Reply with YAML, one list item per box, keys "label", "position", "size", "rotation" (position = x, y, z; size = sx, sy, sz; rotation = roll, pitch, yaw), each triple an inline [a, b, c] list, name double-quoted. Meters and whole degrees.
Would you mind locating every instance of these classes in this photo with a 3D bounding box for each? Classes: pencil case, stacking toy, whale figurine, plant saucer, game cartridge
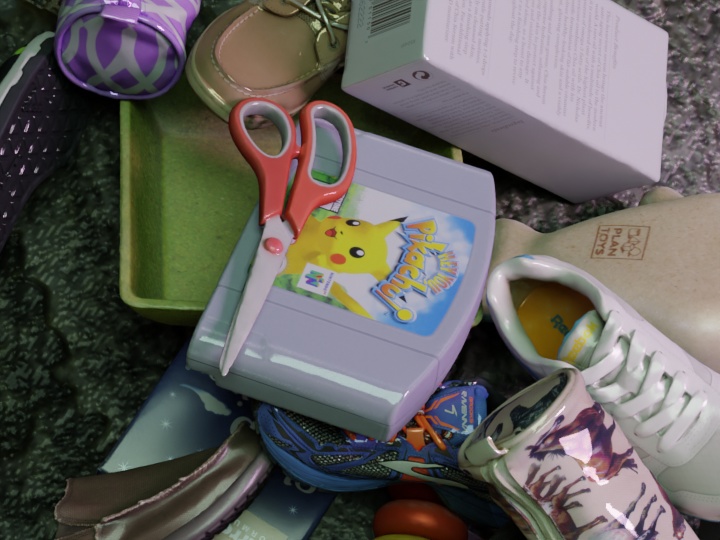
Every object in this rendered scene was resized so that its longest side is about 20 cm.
- label: "pencil case"
  position: [0.129, 0.144, 1.295]
  size: [0.200, 0.078, 0.089]
  rotation: [54, 35, -15]
- label: "stacking toy"
  position: [0.024, 0.178, 1.380]
  size: [0.085, 0.085, 0.200]
  rotation: [13, 63, -5]
- label: "whale figurine"
  position: [0.164, 0.021, 1.458]
  size: [0.200, 0.104, 0.159]
  rotation: [4, 46, 14]
- label: "pencil case"
  position: [-0.126, -0.195, 1.455]
  size: [0.084, 0.086, 0.200]
  rotation: [12, 55, -10]
- label: "plant saucer"
  position: [-0.040, -0.032, 1.427]
  size: [0.200, 0.048, 0.200]
  rotation: [3, 46, -9]
- label: "game cartridge"
  position: [0.000, 0.000, 1.347]
  size: [0.133, 0.040, 0.200]
  rotation: [20, 46, 2]

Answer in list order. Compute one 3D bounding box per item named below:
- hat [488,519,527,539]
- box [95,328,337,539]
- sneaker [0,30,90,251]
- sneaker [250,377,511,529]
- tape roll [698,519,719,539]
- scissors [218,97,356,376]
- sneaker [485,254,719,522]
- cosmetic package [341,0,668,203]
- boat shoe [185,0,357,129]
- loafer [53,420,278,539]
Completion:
- label: "hat"
  position: [0.107, 0.225, 1.365]
  size: [0.200, 0.081, 0.201]
  rotation: [6, 80, -32]
- label: "box"
  position: [-0.064, 0.095, 1.415]
  size: [0.121, 0.032, 0.200]
  rotation: [32, 69, 2]
- label: "sneaker"
  position: [-0.228, -0.067, 1.420]
  size: [0.083, 0.072, 0.200]
  rotation: [9, 49, 26]
- label: "sneaker"
  position: [0.035, 0.082, 1.344]
  size: [0.200, 0.078, 0.075]
  rotation: [13, 59, -22]
- label: "tape roll"
  position: [0.267, 0.193, 1.349]
  size: [0.066, 0.200, 0.200]
  rotation: [-26, 77, -18]
- label: "scissors"
  position: [-0.037, -0.019, 1.322]
  size: [0.073, 0.014, 0.200]
  rotation: [14, 48, -15]
- label: "sneaker"
  position: [0.143, 0.063, 1.332]
  size: [0.200, 0.081, 0.077]
  rotation: [37, 89, 34]
- label: "cosmetic package"
  position: [0.087, -0.122, 1.447]
  size: [0.200, 0.071, 0.102]
  rotation: [24, 63, -37]
- label: "boat shoe"
  position: [-0.030, -0.146, 1.442]
  size: [0.071, 0.065, 0.200]
  rotation: [46, 40, 0]
- label: "loafer"
  position: [-0.133, 0.137, 1.341]
  size: [0.200, 0.073, 0.071]
  rotation: [-35, 84, -4]
